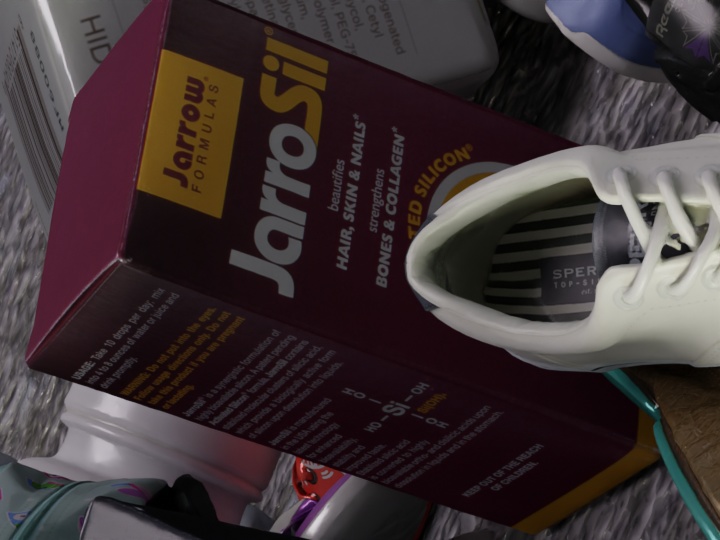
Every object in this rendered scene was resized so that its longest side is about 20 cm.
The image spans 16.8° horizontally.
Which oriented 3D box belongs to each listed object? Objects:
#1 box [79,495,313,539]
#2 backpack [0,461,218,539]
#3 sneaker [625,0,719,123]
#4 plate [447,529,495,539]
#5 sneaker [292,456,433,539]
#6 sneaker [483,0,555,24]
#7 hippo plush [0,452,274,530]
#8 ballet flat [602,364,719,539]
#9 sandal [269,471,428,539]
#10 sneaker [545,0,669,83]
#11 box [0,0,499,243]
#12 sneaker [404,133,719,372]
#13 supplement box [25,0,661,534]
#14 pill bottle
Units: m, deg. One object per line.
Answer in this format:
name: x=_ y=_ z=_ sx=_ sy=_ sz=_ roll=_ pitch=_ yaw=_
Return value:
box: x=0.002 y=0.189 z=0.647 sx=0.200 sy=0.123 sz=0.199 roll=18 pitch=88 yaw=34
backpack: x=-0.113 y=0.144 z=0.811 sx=0.200 sy=0.126 sz=0.167 roll=-75 pitch=-6 yaw=-60
sneaker: x=0.126 y=-0.051 z=0.706 sx=0.076 sy=0.087 sz=0.200 roll=-64 pitch=22 yaw=18
plate: x=-0.030 y=0.200 z=0.856 sx=0.200 sy=0.032 sz=0.200 roll=-57 pitch=1 yaw=29
sneaker: x=-0.013 y=0.042 z=0.950 sx=0.202 sy=0.108 sz=0.067 roll=-64 pitch=21 yaw=18
sneaker: x=0.056 y=-0.136 z=1.013 sx=0.200 sy=0.075 sz=0.092 roll=-118 pitch=26 yaw=-56
hippo plush: x=-0.132 y=0.131 z=1.099 sx=0.159 sy=0.160 sz=0.201 roll=-35 pitch=40 yaw=58
ballet flat: x=0.118 y=0.037 z=0.706 sx=0.072 sy=0.068 sz=0.200 roll=-46 pitch=21 yaw=9
sandal: x=-0.032 y=0.128 z=0.918 sx=0.082 sy=0.050 sz=0.203 roll=-35 pitch=-23 yaw=-40
sneaker: x=0.111 y=-0.171 z=0.883 sx=0.115 sy=0.080 sz=0.200 roll=-51 pitch=34 yaw=34
box: x=-0.069 y=-0.129 z=1.009 sx=0.199 sy=0.171 sz=0.201 roll=143 pitch=110 yaw=-76
sneaker: x=0.096 y=-0.005 z=0.638 sx=0.200 sy=0.071 sz=0.073 roll=-16 pitch=76 yaw=44
supplement box: x=0.000 y=0.000 z=0.820 sx=0.086 sy=0.199 sz=0.111 roll=-41 pitch=35 yaw=52
pill bottle: x=-0.107 y=0.141 z=0.982 sx=0.201 sy=0.119 sz=0.120 roll=-67 pitch=20 yaw=-9
